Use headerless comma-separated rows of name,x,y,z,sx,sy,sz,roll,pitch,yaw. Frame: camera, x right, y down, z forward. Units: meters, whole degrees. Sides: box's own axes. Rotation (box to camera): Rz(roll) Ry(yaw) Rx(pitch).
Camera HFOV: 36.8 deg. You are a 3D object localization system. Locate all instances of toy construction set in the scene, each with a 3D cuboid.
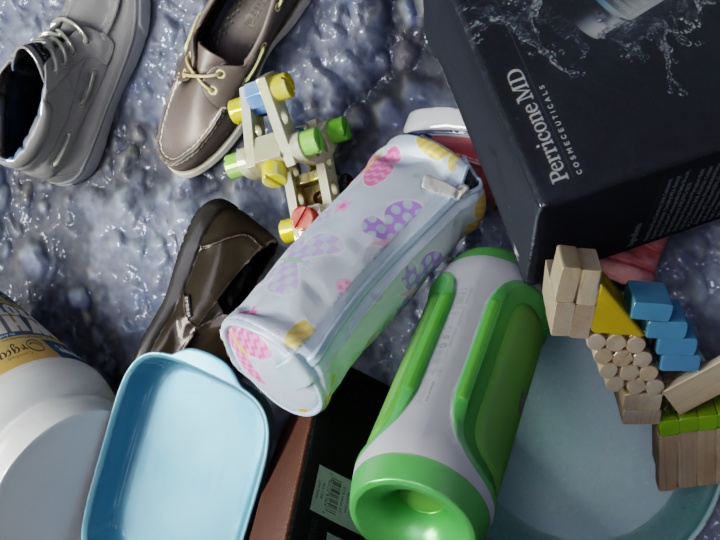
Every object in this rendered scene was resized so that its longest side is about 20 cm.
toy construction set,-0.044,-0.030,0.765,0.091,0.131,0.203,1,87,20

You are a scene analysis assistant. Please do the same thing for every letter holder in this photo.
letter holder,-0.023,0.181,0.683,0.100,0.201,0.143,27,120,-10

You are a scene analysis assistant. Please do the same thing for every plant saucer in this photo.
plant saucer,0.148,0.111,0.739,0.198,0.036,0.203,-2,85,19

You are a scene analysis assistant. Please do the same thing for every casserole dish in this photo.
casserole dish,-0.123,0.147,0.752,0.120,0.039,0.202,22,103,17

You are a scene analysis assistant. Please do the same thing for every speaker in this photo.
speaker,0.059,0.074,0.650,0.087,0.201,0.089,12,133,14

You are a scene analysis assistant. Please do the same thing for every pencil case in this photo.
pencil case,0.000,0.000,0.697,0.090,0.084,0.200,10,48,46

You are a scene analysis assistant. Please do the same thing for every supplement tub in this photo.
supplement tub,-0.271,0.109,0.808,0.199,0.144,0.146,30,97,35

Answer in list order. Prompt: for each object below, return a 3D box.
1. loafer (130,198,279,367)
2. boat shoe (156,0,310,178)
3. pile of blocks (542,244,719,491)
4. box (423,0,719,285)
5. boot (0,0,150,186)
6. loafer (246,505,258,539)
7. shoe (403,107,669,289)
loafer,-0.116,0.048,0.816,0.071,0.073,0.202,19,93,20
boat shoe,-0.105,-0.166,0.834,0.072,0.059,0.201,35,98,18
pile of blocks,0.176,0.046,0.648,0.082,0.062,0.200,-29,118,19
box,0.160,-0.127,0.662,0.198,0.118,0.198,-19,68,-3
boot,-0.232,-0.169,0.860,0.073,0.095,0.202,14,91,19
loafer,-0.160,0.184,0.828,0.198,0.063,0.073,13,92,20
shoe,0.115,-0.048,0.741,0.198,0.071,0.092,15,86,15
